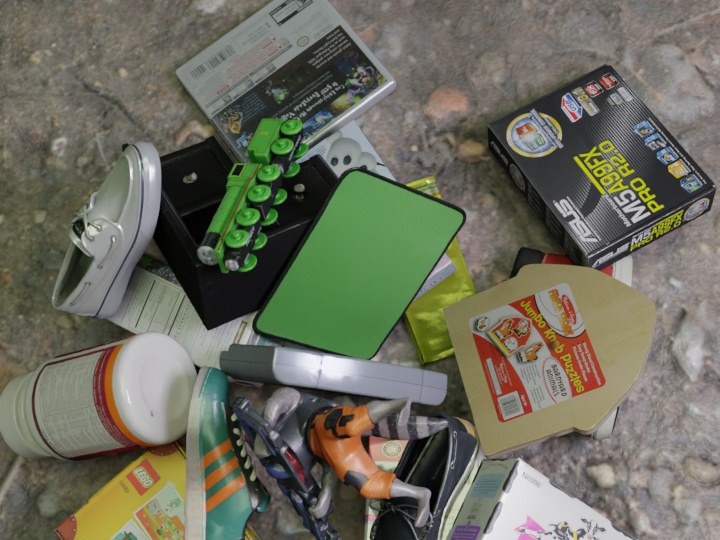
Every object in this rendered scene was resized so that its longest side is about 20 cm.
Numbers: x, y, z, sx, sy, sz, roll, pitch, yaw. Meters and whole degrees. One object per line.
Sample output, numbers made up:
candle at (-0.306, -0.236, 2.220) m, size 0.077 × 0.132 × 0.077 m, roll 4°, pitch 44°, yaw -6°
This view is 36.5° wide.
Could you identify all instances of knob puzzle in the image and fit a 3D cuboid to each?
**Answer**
knob puzzle at (0.194, 0.077, 1.065) m, size 0.217 × 0.031 × 0.222 m, roll -13°, pitch 52°, yaw 16°

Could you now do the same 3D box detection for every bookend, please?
bookend at (-0.111, -0.069, 1.113) m, size 0.198 × 0.093 × 0.199 m, roll -22°, pitch 50°, yaw -19°

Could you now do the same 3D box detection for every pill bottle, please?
pill bottle at (-0.267, 0.132, 1.099) m, size 0.198 × 0.109 × 0.111 m, roll -15°, pitch 68°, yaw 34°

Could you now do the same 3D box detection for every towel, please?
towel at (0.072, -0.003, 1.187) m, size 0.085 × 0.018 × 0.202 m, roll -20°, pitch 71°, yaw 1°

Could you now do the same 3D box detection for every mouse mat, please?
mouse mat at (0.000, 0.000, 1.081) m, size 0.201 × 0.160 × 0.008 m, roll -58°, pitch 38°, yaw 19°

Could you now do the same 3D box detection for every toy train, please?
toy train at (-0.101, -0.074, 1.026) m, size 0.056 × 0.042 × 0.201 m, roll 4°, pitch 46°, yaw 18°

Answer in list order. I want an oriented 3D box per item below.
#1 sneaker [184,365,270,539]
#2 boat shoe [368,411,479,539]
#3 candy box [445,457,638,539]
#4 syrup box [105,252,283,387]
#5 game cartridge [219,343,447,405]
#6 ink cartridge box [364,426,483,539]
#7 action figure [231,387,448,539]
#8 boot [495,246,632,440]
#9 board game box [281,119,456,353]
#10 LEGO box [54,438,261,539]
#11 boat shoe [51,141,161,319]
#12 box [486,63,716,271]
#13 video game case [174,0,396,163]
sneaker at (-0.124, 0.192, 1.036) m, size 0.079 × 0.071 × 0.203 m, roll 0°, pitch 86°, yaw -2°
boat shoe at (0.046, 0.221, 1.012) m, size 0.074 × 0.062 × 0.201 m, roll 15°, pitch 70°, yaw 39°
candy box at (0.151, 0.301, 1.001) m, size 0.167 × 0.071 × 0.201 m, roll 34°, pitch 68°, yaw -14°
syrup box at (-0.182, 0.046, 1.146) m, size 0.198 × 0.079 × 0.082 m, roll 23°, pitch 89°, yaw 22°
game cartridge at (-0.021, 0.101, 1.054) m, size 0.198 × 0.133 × 0.041 m, roll 12°, pitch 78°, yaw -32°
ink cartridge box at (0.063, 0.258, 1.077) m, size 0.115 × 0.068 × 0.203 m, roll 1°, pitch 71°, yaw 7°
action figure at (-0.020, 0.167, 0.978) m, size 0.192 × 0.201 × 0.105 m, roll 9°, pitch 46°, yaw 33°
boot at (0.202, 0.072, 1.122) m, size 0.142 × 0.073 × 0.202 m, roll 4°, pitch 65°, yaw 8°
board game box at (-0.032, -0.025, 1.181) m, size 0.199 × 0.043 × 0.200 m, roll -34°, pitch 70°, yaw 3°
LEGO box at (-0.182, 0.287, 1.090) m, size 0.149 × 0.077 × 0.200 m, roll -40°, pitch 72°, yaw -7°
boat shoe at (-0.250, -0.033, 1.062) m, size 0.074 × 0.066 × 0.202 m, roll 47°, pitch 125°, yaw 42°
box at (0.251, -0.110, 1.158) m, size 0.159 × 0.044 × 0.201 m, roll -26°, pitch 59°, yaw -8°
video game case at (-0.089, -0.222, 1.274) m, size 0.199 × 0.023 × 0.182 m, roll -36°, pitch 71°, yaw -6°
